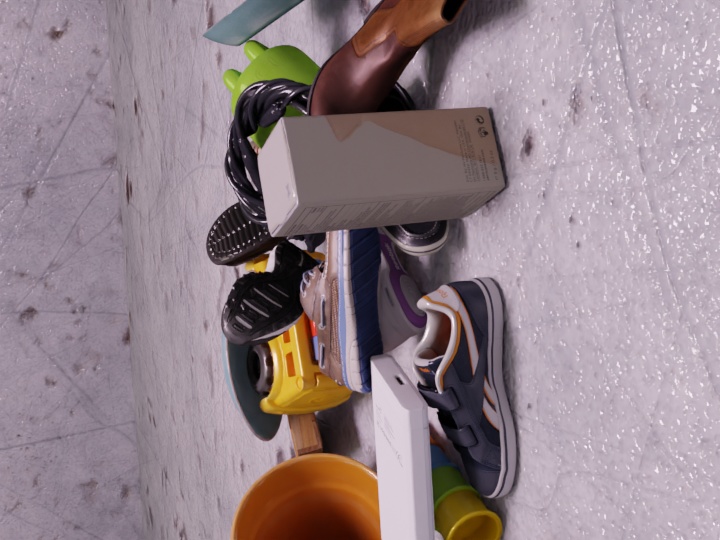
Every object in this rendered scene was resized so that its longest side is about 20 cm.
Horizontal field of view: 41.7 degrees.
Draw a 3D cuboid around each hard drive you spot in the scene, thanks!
[{"bbox_3d":[0.041,0.200,0.911,0.132,0.026,0.204,-132,36,-69],"label":"hard drive"}]

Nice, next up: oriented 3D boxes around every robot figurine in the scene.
[{"bbox_3d":[-0.071,-0.178,1.092,0.200,0.115,0.176,44,101,22],"label":"robot figurine"}]

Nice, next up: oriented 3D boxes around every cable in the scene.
[{"bbox_3d":[-0.075,-0.125,1.011,0.163,0.051,0.202,42,137,18],"label":"cable"}]

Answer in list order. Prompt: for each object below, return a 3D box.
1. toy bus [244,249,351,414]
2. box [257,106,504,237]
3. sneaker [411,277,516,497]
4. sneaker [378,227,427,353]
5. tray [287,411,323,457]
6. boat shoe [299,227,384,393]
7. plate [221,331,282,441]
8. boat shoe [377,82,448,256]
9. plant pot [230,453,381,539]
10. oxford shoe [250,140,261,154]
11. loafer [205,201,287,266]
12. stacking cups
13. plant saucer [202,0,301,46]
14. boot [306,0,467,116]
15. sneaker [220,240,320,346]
[{"bbox_3d":[-0.054,0.057,1.134,0.192,0.133,0.204,145,119,-60],"label":"toy bus"},{"bbox_3d":[0.017,-0.087,0.836,0.095,0.196,0.079,144,117,-64],"label":"box"},{"bbox_3d":[0.090,0.112,0.867,0.078,0.078,0.205,178,85,-66],"label":"sneaker"},{"bbox_3d":[0.000,0.000,1.025,0.099,0.074,0.202,-40,52,29],"label":"sneaker"},{"bbox_3d":[-0.075,0.224,1.278,0.201,0.036,0.100,93,162,-64],"label":"tray"},{"bbox_3d":[-0.023,0.024,0.939,0.071,0.072,0.204,7,108,28],"label":"boat shoe"},{"bbox_3d":[-0.143,0.120,1.221,0.200,0.025,0.204,-12,-90,-77],"label":"plate"},{"bbox_3d":[0.039,-0.107,0.937,0.063,0.073,0.203,82,176,-62],"label":"boat shoe"},{"bbox_3d":[-0.046,0.357,1.135,0.185,0.197,0.202,85,163,-46],"label":"plant pot"},{"bbox_3d":[-0.115,-0.152,1.300,0.199,0.073,0.072,-176,81,-67],"label":"oxford shoe"},{"bbox_3d":[-0.099,-0.058,1.169,0.071,0.197,0.074,45,-160,-57],"label":"loafer"},{"bbox_3d":[0.076,0.205,0.962,0.200,0.059,0.062,-124,35,-57],"label":"stacking cups"},{"bbox_3d":[-0.095,-0.319,1.109,0.036,0.199,0.199,54,162,-15],"label":"plant saucer"},{"bbox_3d":[0.040,-0.197,0.847,0.068,0.189,0.199,43,164,-17],"label":"boot"},{"bbox_3d":[-0.097,0.039,0.998,0.080,0.073,0.200,-57,-2,23],"label":"sneaker"}]
